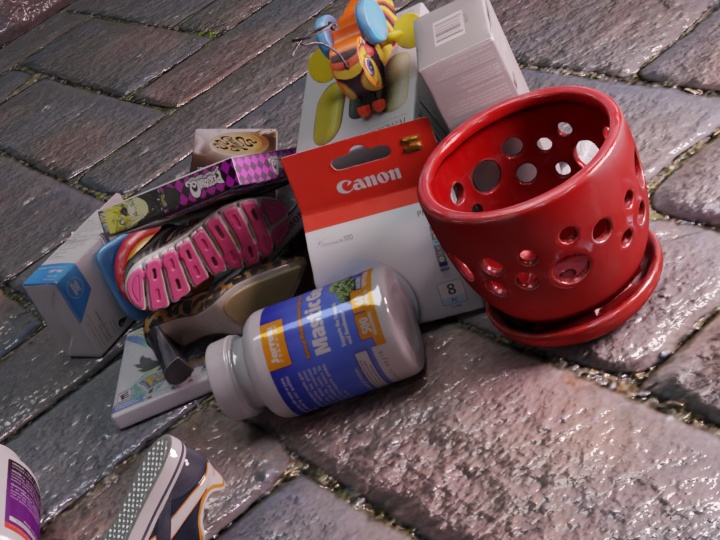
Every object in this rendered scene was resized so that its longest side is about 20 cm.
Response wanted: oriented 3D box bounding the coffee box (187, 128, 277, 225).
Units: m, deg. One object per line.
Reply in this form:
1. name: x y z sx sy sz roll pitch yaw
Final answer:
1. coffee box: -0.163 -0.110 1.837 0.112 0.080 0.200 0 28 -2

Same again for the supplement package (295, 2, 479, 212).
1. supplement package: 0.036 -0.148 1.536 0.151 0.151 0.201 -21 42 26

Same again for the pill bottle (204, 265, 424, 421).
1. pill bottle: -0.047 0.078 1.393 0.199 0.113 0.112 -20 27 13

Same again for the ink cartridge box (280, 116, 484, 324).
1. ink cartridge box: 0.022 -0.036 1.418 0.159 0.201 0.047 -14 26 12

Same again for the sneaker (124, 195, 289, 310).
1. sneaker: -0.174 -0.028 1.546 0.199 0.074 0.087 -31 25 -15

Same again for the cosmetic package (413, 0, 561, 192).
1. cosmetic package: 0.128 -0.162 1.420 0.090 0.200 0.107 -24 37 15

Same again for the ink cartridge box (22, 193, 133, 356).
1. ink cartridge box: -0.313 0.000 1.776 0.067 0.116 0.200 -4 35 37

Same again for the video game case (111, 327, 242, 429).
1. video game case: -0.181 0.087 1.605 0.199 0.022 0.183 -23 26 9

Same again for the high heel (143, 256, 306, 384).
1. high heel: -0.154 0.028 1.569 0.200 0.072 0.143 -38 29 -1

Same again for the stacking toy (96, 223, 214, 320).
1. stacking toy: -0.215 0.003 1.666 0.116 0.110 0.200 -35 20 -22

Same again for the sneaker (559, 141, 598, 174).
1. sneaker: 0.203 -0.099 1.520 0.113 0.076 0.200 1 41 40

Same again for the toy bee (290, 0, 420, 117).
1. toy bee: -0.006 -0.214 1.448 0.130 0.109 0.200 -8 22 46

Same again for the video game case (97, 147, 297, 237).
1. video game case: -0.160 -0.088 1.561 0.180 0.036 0.200 -19 1 26

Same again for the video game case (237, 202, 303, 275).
1. video game case: -0.063 -0.078 1.666 0.182 0.023 0.200 -48 5 31

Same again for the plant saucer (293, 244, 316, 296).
1. plant saucer: 0.000 0.000 1.577 0.199 0.037 0.201 -21 27 11

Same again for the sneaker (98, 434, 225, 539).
1. sneaker: -0.190 0.252 1.267 0.201 0.079 0.078 -59 27 -7

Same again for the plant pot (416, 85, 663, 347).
1. plant pot: 0.174 -0.041 1.315 0.199 0.183 0.201 -20 30 12

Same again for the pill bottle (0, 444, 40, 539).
1. pill bottle: -0.367 0.250 1.382 0.112 0.113 0.200 -27 26 0
